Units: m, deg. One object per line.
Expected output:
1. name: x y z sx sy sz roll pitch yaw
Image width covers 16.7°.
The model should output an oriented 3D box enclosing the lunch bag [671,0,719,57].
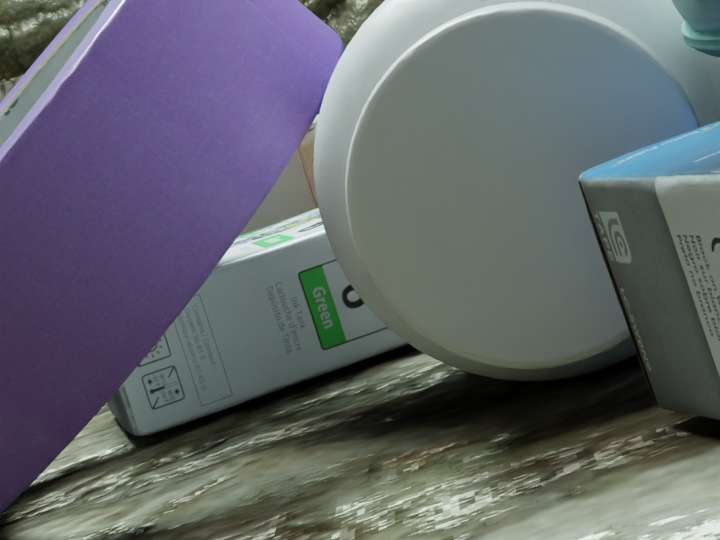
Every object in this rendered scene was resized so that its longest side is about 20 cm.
1. lunch bag: 0.147 -0.103 0.557 0.160 0.077 0.200 -30 10 -8

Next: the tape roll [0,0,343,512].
1. tape roll: -0.093 -0.013 0.739 0.200 0.066 0.200 -48 11 13

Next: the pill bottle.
1. pill bottle: 0.048 -0.033 0.693 0.119 0.120 0.200 -17 5 7

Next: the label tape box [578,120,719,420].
1. label tape box: 0.148 -0.015 0.491 0.144 0.063 0.200 -19 6 -13

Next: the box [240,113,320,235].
1. box: -0.096 0.001 1.030 0.200 0.078 0.095 -17 6 16

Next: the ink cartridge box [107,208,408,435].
1. ink cartridge box: 0.000 0.000 0.877 0.200 0.050 0.109 -20 6 -9
